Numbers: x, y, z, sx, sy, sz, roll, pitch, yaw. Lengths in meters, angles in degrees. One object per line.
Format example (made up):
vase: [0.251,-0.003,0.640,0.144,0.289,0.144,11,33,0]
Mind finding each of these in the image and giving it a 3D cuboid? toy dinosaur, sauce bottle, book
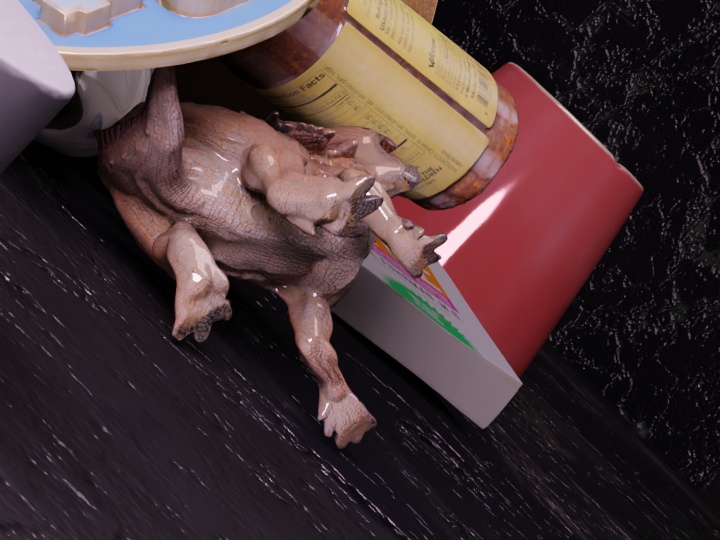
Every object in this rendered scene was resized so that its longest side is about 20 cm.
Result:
toy dinosaur: [-0.045,-0.027,0.847,0.136,0.086,0.200,47,9,37]
sauce bottle: [-0.022,-0.096,0.947,0.200,0.066,0.066,38,7,-35]
book: [0.000,0.000,1.336,0.134,0.048,0.200,38,8,-26]

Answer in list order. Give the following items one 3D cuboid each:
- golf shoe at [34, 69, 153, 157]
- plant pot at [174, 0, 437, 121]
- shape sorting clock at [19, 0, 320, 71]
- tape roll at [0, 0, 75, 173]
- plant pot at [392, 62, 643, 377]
golf shoe: [-0.149,-0.121,0.855,0.200,0.078,0.097,43,10,-3]
plant pot: [-0.097,-0.144,1.014,0.200,0.187,0.186,20,20,-47]
shape sorting clock: [-0.103,-0.124,0.792,0.199,0.039,0.200,11,32,-7]
tape roll: [-0.147,-0.078,0.451,0.200,0.066,0.200,44,3,-3]
plant pot: [0.102,-0.045,1.842,0.200,0.177,0.200,44,3,-3]
